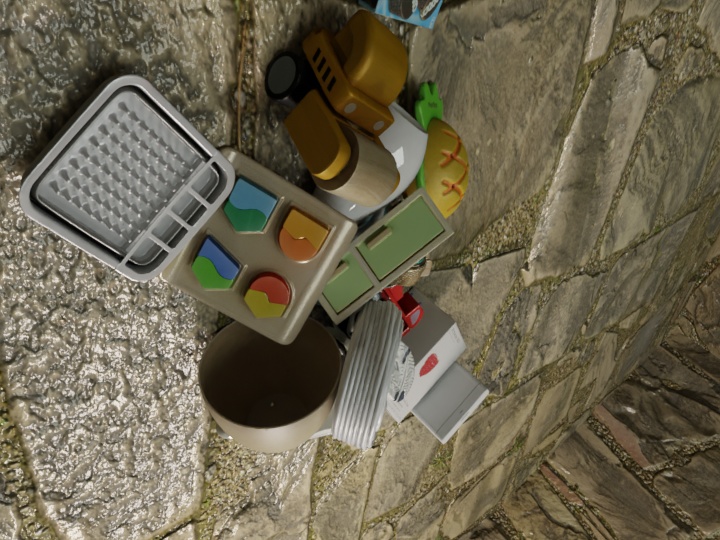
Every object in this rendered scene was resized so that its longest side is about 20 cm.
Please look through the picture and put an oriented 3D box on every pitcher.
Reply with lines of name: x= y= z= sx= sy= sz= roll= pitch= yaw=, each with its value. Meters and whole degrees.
pitcher: x=0.012 y=-0.125 z=0.904 sx=0.201 sy=0.122 sz=0.170 roll=-51 pitch=154 yaw=18

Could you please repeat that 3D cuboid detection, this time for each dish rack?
dish rack: x=-0.239 y=-0.095 z=0.690 sx=0.172 sy=0.043 sz=0.200 roll=-49 pitch=147 yaw=-3

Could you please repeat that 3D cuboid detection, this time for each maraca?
maraca: x=0.105 y=-0.169 z=0.967 sx=0.137 sy=0.104 sz=0.206 roll=-35 pitch=123 yaw=-66

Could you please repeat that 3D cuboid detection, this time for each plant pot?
plant pot: x=-0.122 y=0.178 z=0.942 sx=0.198 sy=0.199 sz=0.137 roll=-29 pitch=140 yaw=-28

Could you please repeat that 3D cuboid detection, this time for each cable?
cable: x=0.010 y=0.139 z=0.914 sx=0.201 sy=0.067 sz=0.205 roll=95 pitch=10 yaw=-72

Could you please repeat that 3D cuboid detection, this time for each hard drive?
hard drive: x=0.135 y=0.219 z=1.295 sx=0.132 sy=0.199 sz=0.027 roll=-46 pitch=146 yaw=-6

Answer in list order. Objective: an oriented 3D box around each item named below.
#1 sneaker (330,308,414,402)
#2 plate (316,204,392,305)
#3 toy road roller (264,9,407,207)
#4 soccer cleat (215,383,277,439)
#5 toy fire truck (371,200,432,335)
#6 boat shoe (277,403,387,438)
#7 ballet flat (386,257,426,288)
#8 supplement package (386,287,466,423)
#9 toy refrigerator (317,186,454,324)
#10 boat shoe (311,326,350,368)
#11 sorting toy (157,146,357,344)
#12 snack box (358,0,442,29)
sneaker: x=0.008 y=0.130 z=1.112 sx=0.080 sy=0.128 sz=0.200 roll=-50 pitch=130 yaw=-19
plate: x=-0.009 y=-0.023 z=1.051 sx=0.198 sy=0.025 sz=0.203 roll=-32 pitch=142 yaw=-28
toy road roller: x=-0.005 y=-0.190 z=0.743 sx=0.145 sy=0.203 sz=0.122 roll=-38 pitch=152 yaw=25
soccer cleat: x=-0.151 y=0.188 z=1.051 sx=0.198 sy=0.069 sz=0.079 roll=-33 pitch=139 yaw=-37
toy fire truck: x=0.068 y=0.003 z=1.070 sx=0.140 sy=0.049 sz=0.201 roll=-39 pitch=131 yaw=-4
boat shoe: x=-0.055 y=0.233 z=1.054 sx=0.196 sy=0.074 sz=0.068 roll=-19 pitch=175 yaw=-16
ballet flat: x=0.000 y=0.000 z=0.974 sx=0.194 sy=0.072 sz=0.066 roll=3 pitch=132 yaw=-6
supplement package: x=0.087 y=0.160 z=1.254 sx=0.200 sy=0.119 sz=0.122 roll=-46 pitch=146 yaw=-8
toy refrigerator: x=0.025 y=-0.020 z=0.889 sx=0.198 sy=0.077 sz=0.070 roll=-37 pitch=-178 yaw=3
boat shoe: x=-0.047 y=0.169 z=1.084 sx=0.061 sy=0.071 sz=0.203 roll=-52 pitch=155 yaw=-28
sorting toy: x=-0.125 y=-0.022 z=0.813 sx=0.197 sy=0.037 sz=0.188 roll=28 pitch=102 yaw=-17
snack box: x=0.077 y=-0.402 z=0.783 sx=0.115 sy=0.037 sz=0.204 roll=-9 pitch=128 yaw=-47
